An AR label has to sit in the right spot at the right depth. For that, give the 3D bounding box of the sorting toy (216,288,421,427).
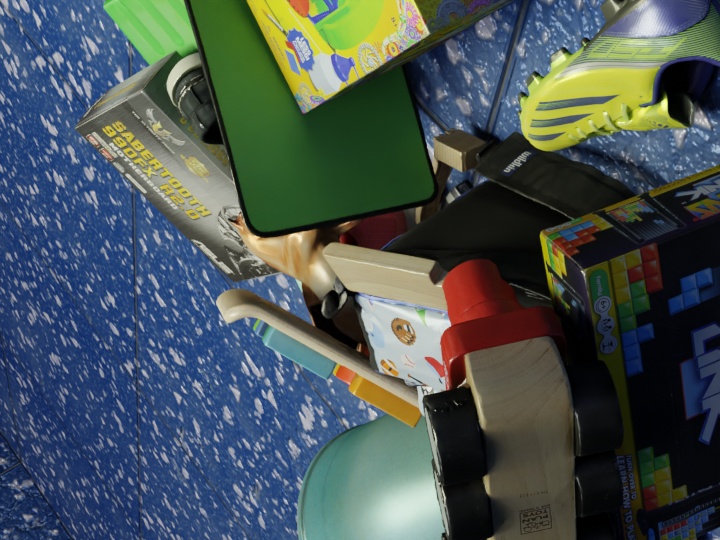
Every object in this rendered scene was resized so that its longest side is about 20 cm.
[{"bbox_3d":[-0.017,0.069,1.050,0.198,0.037,0.185,25,179,-8],"label":"sorting toy"}]

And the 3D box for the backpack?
[{"bbox_3d":[0.109,0.021,0.899,0.189,0.200,0.155,5,128,50],"label":"backpack"}]

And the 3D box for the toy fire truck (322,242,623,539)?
[{"bbox_3d":[0.060,0.070,0.783,0.201,0.127,0.177,-103,2,-47],"label":"toy fire truck"}]

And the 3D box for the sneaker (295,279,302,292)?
[{"bbox_3d":[-0.048,-0.064,1.222,0.200,0.078,0.140,44,149,12],"label":"sneaker"}]

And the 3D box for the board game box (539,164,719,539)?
[{"bbox_3d":[0.196,0.048,0.770,0.057,0.164,0.202,-128,21,-59],"label":"board game box"}]

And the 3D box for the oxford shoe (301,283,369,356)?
[{"bbox_3d":[-0.004,0.064,1.202,0.071,0.072,0.200,-14,138,20],"label":"oxford shoe"}]

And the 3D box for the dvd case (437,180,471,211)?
[{"bbox_3d":[0.087,0.032,1.128,0.150,0.016,0.200,57,153,10],"label":"dvd case"}]

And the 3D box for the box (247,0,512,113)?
[{"bbox_3d":[0.001,-0.238,0.900,0.202,0.121,0.192,63,153,-4],"label":"box"}]

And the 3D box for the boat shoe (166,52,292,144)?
[{"bbox_3d":[-0.044,-0.113,1.016,0.075,0.198,0.067,-52,47,34],"label":"boat shoe"}]

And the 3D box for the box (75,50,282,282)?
[{"bbox_3d":[-0.127,-0.078,1.138,0.200,0.049,0.158,45,155,-20],"label":"box"}]

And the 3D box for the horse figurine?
[{"bbox_3d":[0.000,0.000,1.037,0.200,0.050,0.132,43,127,-6],"label":"horse figurine"}]

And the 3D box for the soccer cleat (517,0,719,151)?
[{"bbox_3d":[0.155,-0.107,0.815,0.084,0.064,0.200,55,153,6],"label":"soccer cleat"}]

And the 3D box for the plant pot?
[{"bbox_3d":[0.077,0.190,1.121,0.201,0.199,0.188,58,139,6],"label":"plant pot"}]

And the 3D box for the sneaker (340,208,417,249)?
[{"bbox_3d":[0.013,0.011,1.125,0.074,0.086,0.202,30,139,49],"label":"sneaker"}]

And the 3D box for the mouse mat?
[{"bbox_3d":[-0.034,-0.131,0.978,0.008,0.159,0.202,-25,78,61],"label":"mouse mat"}]

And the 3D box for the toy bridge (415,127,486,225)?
[{"bbox_3d":[0.072,-0.017,1.059,0.067,0.027,0.202,33,140,43],"label":"toy bridge"}]

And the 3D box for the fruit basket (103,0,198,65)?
[{"bbox_3d":[-0.087,-0.193,1.102,0.214,0.157,0.216,26,164,8],"label":"fruit basket"}]
